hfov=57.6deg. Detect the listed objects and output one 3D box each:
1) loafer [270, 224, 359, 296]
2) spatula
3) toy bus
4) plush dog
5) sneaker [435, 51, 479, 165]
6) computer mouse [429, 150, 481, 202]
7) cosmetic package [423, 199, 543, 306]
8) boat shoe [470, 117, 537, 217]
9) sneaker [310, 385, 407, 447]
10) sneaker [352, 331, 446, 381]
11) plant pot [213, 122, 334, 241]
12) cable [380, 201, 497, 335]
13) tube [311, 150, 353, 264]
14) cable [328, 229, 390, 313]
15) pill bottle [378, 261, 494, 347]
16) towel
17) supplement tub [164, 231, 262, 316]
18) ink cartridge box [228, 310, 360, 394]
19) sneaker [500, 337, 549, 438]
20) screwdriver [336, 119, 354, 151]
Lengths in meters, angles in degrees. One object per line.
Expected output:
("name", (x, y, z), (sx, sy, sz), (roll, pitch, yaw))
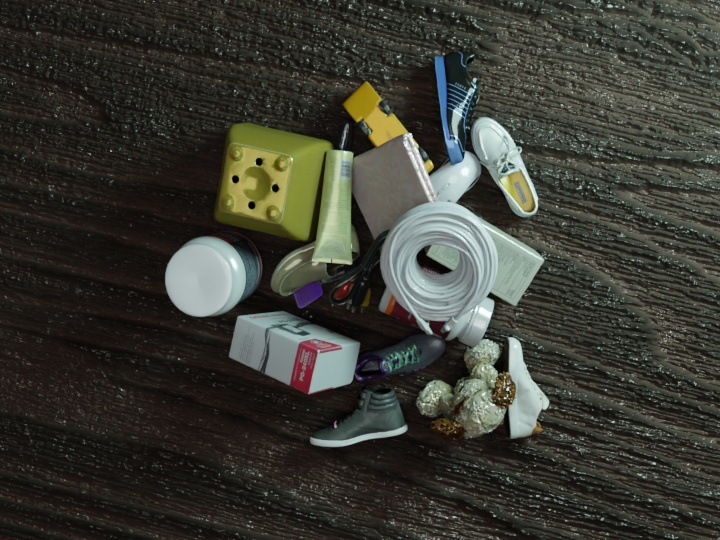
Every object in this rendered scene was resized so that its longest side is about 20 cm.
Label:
("loafer", (-0.083, -0.012, 1.245), (0.198, 0.076, 0.069), (-37, 59, 4))
("spatula", (-0.044, 0.008, 1.283), (0.196, 0.021, 0.058), (-25, 70, 4))
("toy bus", (0.052, -0.249, 1.214), (0.065, 0.078, 0.201), (-39, 92, 8))
("plush dog", (0.213, 0.251, 1.213), (0.199, 0.172, 0.161), (-40, 91, 9))
("sneaker", (0.183, -0.298, 1.193), (0.076, 0.070, 0.206), (-7, 89, 10))
("computer mouse", (0.144, -0.146, 1.236), (0.200, 0.044, 0.110), (-44, 91, 9))
("cosmetic package", (0.224, -0.033, 1.210), (0.197, 0.073, 0.105), (29, 104, -9))
("boat shoe", (0.265, -0.188, 1.197), (0.073, 0.086, 0.205), (-27, 94, 8))
("sneaker", (-0.010, 0.284, 1.296), (0.194, 0.071, 0.102), (-11, 95, 1))
("sneaker", (0.073, 0.176, 1.261), (0.195, 0.088, 0.076), (-19, 95, 8))
("plant pot", (-0.168, -0.159, 1.186), (0.190, 0.200, 0.200), (13, 98, 4))
("cable", (0.132, -0.014, 1.097), (0.199, 0.070, 0.200), (-39, 104, 24))
("tube", (-0.046, -0.116, 1.203), (0.057, 0.051, 0.206), (5, 94, 34))
("cable", (0.000, 0.000, 1.229), (0.095, 0.051, 0.203), (10, 120, -24))
("pill bottle", (0.141, 0.060, 1.227), (0.196, 0.114, 0.117), (23, 99, 2))
("towel", (0.063, -0.131, 1.180), (0.032, 0.198, 0.195), (-32, 101, -34))
("supplement tub", (-0.268, 0.005, 1.215), (0.136, 0.200, 0.145), (1, 97, 5))
("ink cartridge box", (-0.122, 0.146, 1.213), (0.196, 0.144, 0.086), (19, 100, 30))
("sneaker", (0.316, 0.221, 1.258), (0.082, 0.073, 0.205), (-7, 107, 2))
("screwdriver", (-0.047, -0.187, 1.254), (0.028, 0.028, 0.205), (14, 96, -26))
